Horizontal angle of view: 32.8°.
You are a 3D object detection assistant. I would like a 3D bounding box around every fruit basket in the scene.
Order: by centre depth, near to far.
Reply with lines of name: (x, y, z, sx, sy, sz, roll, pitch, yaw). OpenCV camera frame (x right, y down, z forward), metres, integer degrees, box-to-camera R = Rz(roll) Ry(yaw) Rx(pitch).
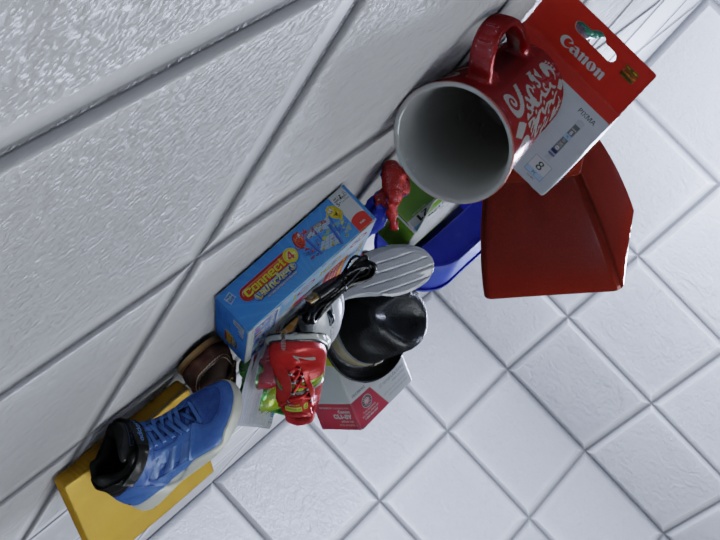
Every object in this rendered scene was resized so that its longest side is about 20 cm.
fruit basket: (-0.124, 0.118, 1.625, 0.200, 0.094, 0.186, 32, 72, -72)

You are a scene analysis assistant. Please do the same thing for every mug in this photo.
mug: (0.151, -0.182, 1.313, 0.178, 0.133, 0.200, -46, 177, 37)

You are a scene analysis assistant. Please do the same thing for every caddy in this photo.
caddy: (0.113, -0.059, 1.864, 0.200, 0.141, 0.105, -40, 168, -26)

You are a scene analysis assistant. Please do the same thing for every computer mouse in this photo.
computer mouse: (-0.042, 0.059, 1.506, 0.110, 0.044, 0.200, -42, 171, -27)

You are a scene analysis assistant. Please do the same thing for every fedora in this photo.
fedora: (0.030, 0.068, 1.746, 0.091, 0.201, 0.201, -8, -161, 38)

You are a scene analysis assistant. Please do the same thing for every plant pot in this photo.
plant pot: (0.267, -0.095, 1.736, 0.199, 0.177, 0.200, -5, -144, 22)

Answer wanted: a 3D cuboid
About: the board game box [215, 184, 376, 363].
board game box: (-0.080, 0.009, 1.436, 0.196, 0.056, 0.200, -42, 174, -15)

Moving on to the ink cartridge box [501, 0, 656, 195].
ink cartridge box: (0.219, -0.207, 1.419, 0.047, 0.160, 0.200, -39, 172, -47)

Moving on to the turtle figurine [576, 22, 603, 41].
turtle figurine: (0.287, -0.266, 1.779, 0.150, 0.100, 0.200, -74, -170, -69)

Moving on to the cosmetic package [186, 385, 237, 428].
cosmetic package: (-0.234, 0.219, 1.761, 0.113, 0.081, 0.200, -46, 173, 3)

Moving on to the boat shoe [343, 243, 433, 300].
boat shoe: (0.000, 0.000, 1.672, 0.199, 0.072, 0.071, -10, -160, -19)

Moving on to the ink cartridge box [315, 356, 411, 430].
ink cartridge box: (-0.022, 0.116, 1.823, 0.083, 0.200, 0.145, -4, -155, 42)

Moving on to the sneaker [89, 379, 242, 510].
sneaker: (-0.237, 0.197, 1.456, 0.200, 0.077, 0.111, -44, 139, 9)

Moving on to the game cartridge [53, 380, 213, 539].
game cartridge: (-0.284, 0.259, 1.561, 0.200, 0.032, 0.177, -38, 140, -28)

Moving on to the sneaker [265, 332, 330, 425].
sneaker: (-0.072, 0.133, 1.476, 0.077, 0.085, 0.200, -2, 153, 2)

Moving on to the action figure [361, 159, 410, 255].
action figure: (0.028, -0.081, 1.504, 0.052, 0.066, 0.200, 6, 152, -19)

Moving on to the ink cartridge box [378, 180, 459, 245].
ink cartridge box: (0.101, -0.121, 1.662, 0.148, 0.076, 0.200, -41, 172, -20)

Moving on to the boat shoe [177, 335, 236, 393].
boat shoe: (-0.185, 0.135, 1.559, 0.070, 0.070, 0.200, -38, 172, -10)
